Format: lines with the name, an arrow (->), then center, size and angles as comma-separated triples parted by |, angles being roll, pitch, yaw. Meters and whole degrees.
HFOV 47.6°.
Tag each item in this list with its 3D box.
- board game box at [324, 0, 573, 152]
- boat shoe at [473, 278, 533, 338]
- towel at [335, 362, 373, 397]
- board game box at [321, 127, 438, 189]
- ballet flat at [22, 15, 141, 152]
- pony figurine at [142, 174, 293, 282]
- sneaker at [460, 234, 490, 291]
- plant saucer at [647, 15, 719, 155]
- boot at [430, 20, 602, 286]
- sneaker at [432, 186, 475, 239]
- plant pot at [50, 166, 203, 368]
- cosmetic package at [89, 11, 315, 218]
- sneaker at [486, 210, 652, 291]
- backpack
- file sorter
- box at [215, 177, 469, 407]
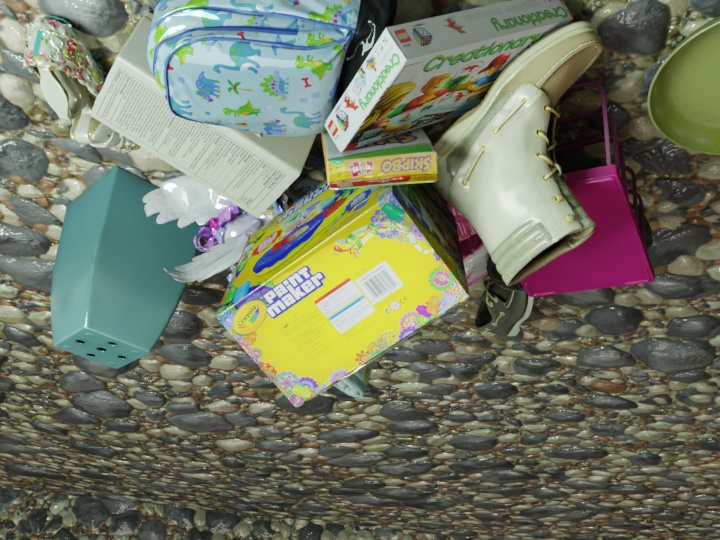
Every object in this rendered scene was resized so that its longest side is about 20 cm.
board game box -> 0.076, -0.171, 0.700 | 0.199, 0.035, 0.126 | -23, 167, -33
boat shoe -> 0.198, 0.040, 1.128 | 0.060, 0.073, 0.202 | 0, 154, 0
towel -> -0.018, 0.057, 1.091 | 0.048, 0.173, 0.200 | 7, 155, 28
board game box -> 0.012, -0.119, 0.760 | 0.094, 0.200, 0.030 | -5, 117, -3
ballet flat -> -0.289, -0.172, 0.843 | 0.075, 0.064, 0.200 | 3, 152, 17
pony figurine -> -0.141, -0.051, 0.976 | 0.192, 0.167, 0.201 | -28, 145, -6
sneaker -> 0.106, 0.004, 1.066 | 0.199, 0.082, 0.088 | -25, 140, 38
plant saucer -> 0.368, -0.179, 0.753 | 0.198, 0.031, 0.201 | 4, 150, 3
boot -> 0.164, -0.100, 0.716 | 0.200, 0.155, 0.072 | -44, 154, 23
sneaker -> 0.058, -0.077, 0.931 | 0.198, 0.088, 0.082 | -10, 114, 6
plant pot -> -0.301, 0.008, 1.025 | 0.141, 0.202, 0.141 | 27, 144, -34
cosmetic package -> -0.154, -0.149, 0.812 | 0.199, 0.074, 0.103 | 31, 144, -19
sneaker -> 0.254, -0.014, 1.005 | 0.198, 0.078, 0.089 | -13, 165, 5
backpack -> -0.084, -0.194, 0.713 | 0.198, 0.155, 0.163 | 21, 156, -3
file sorter -> 0.217, -0.080, 0.857 | 0.138, 0.127, 0.200 | -9, 147, 26
box -> -0.013, -0.007, 0.802 | 0.199, 0.193, 0.122 | -34, 109, 16
